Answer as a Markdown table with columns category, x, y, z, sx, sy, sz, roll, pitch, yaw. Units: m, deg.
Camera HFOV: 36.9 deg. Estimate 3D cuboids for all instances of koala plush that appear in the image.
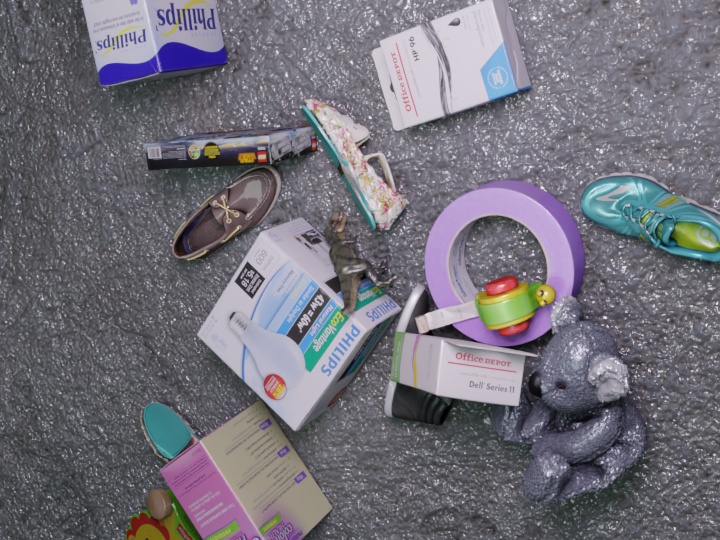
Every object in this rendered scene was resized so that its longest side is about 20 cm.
| category | x | y | z | sx | sy | sz | roll | pitch | yaw |
| --- | --- | --- | --- | --- | --- | --- | --- | --- | --- |
| koala plush | 0.264 | 0.143 | 1.299 | 0.180 | 0.178 | 0.203 | -9 | 123 | -9 |

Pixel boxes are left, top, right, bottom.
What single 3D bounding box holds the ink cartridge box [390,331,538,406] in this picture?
| category | x | y | z | sx | sy | sz | roll | pitch | yaw |
| --- | --- | --- | --- | --- | --- | --- | --- | --- | --- |
| ink cartridge box | 0.124 | 0.120 | 1.322 | 0.115 | 0.200 | 0.069 | 9 | 87 | -18 |

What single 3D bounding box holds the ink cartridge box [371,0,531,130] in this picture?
| category | x | y | z | sx | sy | sz | roll | pitch | yaw |
| --- | --- | --- | --- | --- | --- | --- | --- | --- | --- |
| ink cartridge box | 0.101 | -0.253 | 1.356 | 0.197 | 0.068 | 0.118 | -15 | 96 | 28 |

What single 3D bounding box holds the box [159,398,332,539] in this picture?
| category | x | y | z | sx | sy | sz | roll | pitch | yaw |
| --- | --- | --- | --- | --- | --- | --- | --- | --- | --- |
| box | -0.163 | 0.319 | 1.564 | 0.096 | 0.175 | 0.202 | -36 | 87 | 27 |

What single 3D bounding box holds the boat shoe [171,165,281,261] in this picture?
| category | x | y | z | sx | sy | sz | roll | pitch | yaw |
| --- | --- | --- | --- | --- | --- | --- | --- | --- | --- |
| boat shoe | -0.194 | -0.079 | 1.546 | 0.199 | 0.059 | 0.072 | -36 | 86 | 28 |

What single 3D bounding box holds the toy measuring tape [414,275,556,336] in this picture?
| category | x | y | z | sx | sy | sz | roll | pitch | yaw |
| --- | --- | --- | --- | --- | --- | --- | --- | --- | --- |
| toy measuring tape | 0.148 | 0.052 | 1.337 | 0.197 | 0.073 | 0.075 | -16 | 96 | 28 |

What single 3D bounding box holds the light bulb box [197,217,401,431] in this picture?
| category | x | y | z | sx | sy | sz | roll | pitch | yaw |
| --- | --- | --- | --- | --- | --- | --- | --- | --- | --- |
| light bulb box | -0.085 | 0.072 | 1.495 | 0.199 | 0.124 | 0.200 | 41 | 116 | 12 |

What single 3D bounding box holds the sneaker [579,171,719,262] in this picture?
| category | x | y | z | sx | sy | sz | roll | pitch | yaw |
| --- | --- | --- | --- | --- | --- | --- | --- | --- | --- |
| sneaker | 0.353 | -0.062 | 1.277 | 0.197 | 0.079 | 0.079 | 20 | 111 | 21 |

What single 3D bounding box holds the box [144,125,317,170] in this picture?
| category | x | y | z | sx | sy | sz | roll | pitch | yaw |
| --- | --- | --- | --- | --- | --- | --- | --- | --- | --- |
| box | -0.175 | -0.167 | 1.471 | 0.196 | 0.137 | 0.041 | 0 | 103 | 26 |

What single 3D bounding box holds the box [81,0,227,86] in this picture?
| category | x | y | z | sx | sy | sz | roll | pitch | yaw |
| --- | --- | --- | --- | --- | --- | --- | --- | --- | --- |
| box | -0.280 | -0.361 | 1.447 | 0.103 | 0.184 | 0.204 | -6 | 101 | 24 |

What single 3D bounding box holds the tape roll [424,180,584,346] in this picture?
| category | x | y | z | sx | sy | sz | roll | pitch | yaw |
| --- | --- | --- | --- | --- | --- | --- | --- | --- | --- |
| tape roll | 0.184 | -0.010 | 1.380 | 0.196 | 0.065 | 0.204 | 7 | 106 | 25 |

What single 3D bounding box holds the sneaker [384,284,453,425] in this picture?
| category | x | y | z | sx | sy | sz | roll | pitch | yaw |
| --- | --- | --- | --- | --- | --- | --- | --- | --- | --- |
| sneaker | 0.095 | 0.120 | 1.455 | 0.097 | 0.071 | 0.204 | 16 | 115 | 19 |

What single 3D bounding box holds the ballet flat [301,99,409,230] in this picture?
| category | x | y | z | sx | sy | sz | roll | pitch | yaw |
| --- | --- | --- | --- | --- | --- | --- | --- | --- | --- |
| ballet flat | -0.004 | -0.149 | 1.435 | 0.063 | 0.076 | 0.202 | -31 | 93 | -6 |

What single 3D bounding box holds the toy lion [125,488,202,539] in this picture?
| category | x | y | z | sx | sy | sz | roll | pitch | yaw |
| --- | --- | --- | --- | --- | --- | --- | --- | --- | --- |
| toy lion | -0.296 | 0.450 | 1.709 | 0.200 | 0.068 | 0.194 | 42 | 121 | 28 |

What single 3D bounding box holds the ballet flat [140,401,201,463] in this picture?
| category | x | y | z | sx | sy | sz | roll | pitch | yaw |
| --- | --- | --- | --- | --- | --- | --- | --- | --- | --- |
| ballet flat | -0.269 | 0.288 | 1.673 | 0.199 | 0.075 | 0.064 | 41 | 150 | 17 |

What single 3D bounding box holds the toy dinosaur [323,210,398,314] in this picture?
| category | x | y | z | sx | sy | sz | roll | pitch | yaw |
| --- | --- | --- | --- | --- | --- | --- | --- | --- | --- |
| toy dinosaur | 0.000 | 0.000 | 1.439 | 0.086 | 0.202 | 0.048 | 6 | 128 | -15 |
